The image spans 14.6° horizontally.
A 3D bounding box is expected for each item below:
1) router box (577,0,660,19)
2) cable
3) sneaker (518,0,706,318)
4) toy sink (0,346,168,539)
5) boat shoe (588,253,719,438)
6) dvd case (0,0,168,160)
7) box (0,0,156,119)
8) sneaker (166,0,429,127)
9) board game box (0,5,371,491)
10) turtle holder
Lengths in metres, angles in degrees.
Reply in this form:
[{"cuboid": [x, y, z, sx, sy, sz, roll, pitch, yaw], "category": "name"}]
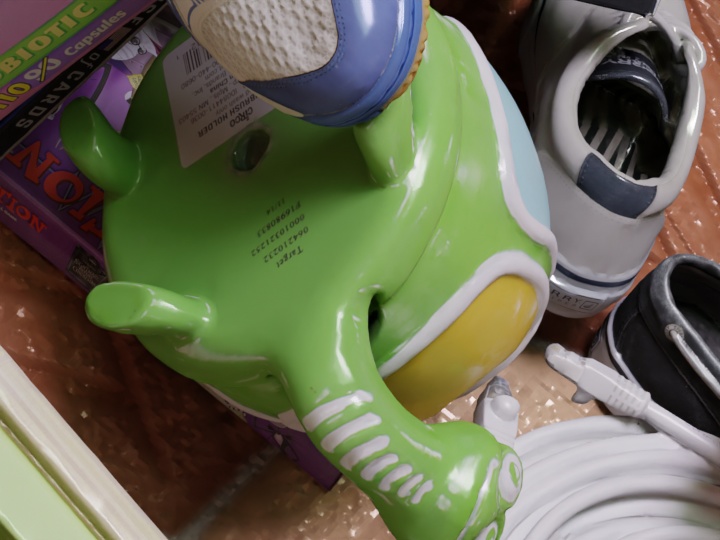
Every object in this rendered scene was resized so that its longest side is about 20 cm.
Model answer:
[{"cuboid": [-0.001, -0.147, 0.998, 0.200, 0.150, 0.062, 11, 99, -19], "category": "router box"}, {"cuboid": [0.097, 0.145, 0.903, 0.200, 0.069, 0.200, 28, 53, -6], "category": "cable"}, {"cuboid": [0.100, -0.067, 1.028, 0.073, 0.071, 0.200, 26, 41, -14], "category": "sneaker"}, {"cuboid": [-0.101, 0.140, 0.787, 0.130, 0.112, 0.200, -33, 76, -36], "category": "toy sink"}, {"cuboid": [0.174, 0.067, 0.987, 0.199, 0.068, 0.074, 43, 52, 6], "category": "boat shoe"}, {"cuboid": [-0.122, -0.126, 0.907, 0.150, 0.200, 0.025, 57, 20, 19], "category": "dvd case"}, {"cuboid": [-0.186, -0.125, 0.868, 0.097, 0.176, 0.200, 15, 44, -57], "category": "box"}, {"cuboid": [-0.058, -0.122, 0.805, 0.200, 0.075, 0.088, 55, 22, 22], "category": "sneaker"}, {"cuboid": [-0.053, -0.028, 0.974, 0.200, 0.032, 0.120, 39, 56, 3], "category": "board game box"}, {"cuboid": [0.005, -0.010, 0.875, 0.132, 0.141, 0.185, 35, 1, -43], "category": "turtle holder"}]
